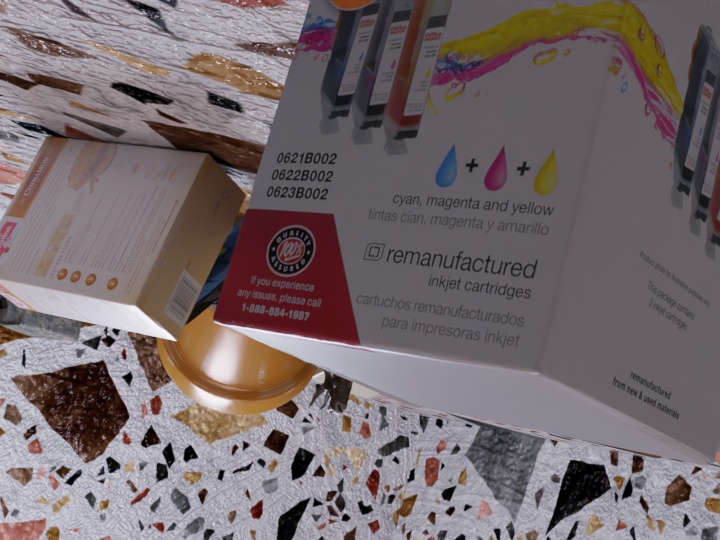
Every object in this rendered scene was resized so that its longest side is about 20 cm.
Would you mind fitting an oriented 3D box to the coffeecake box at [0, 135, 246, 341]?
[{"bbox_3d":[-0.227,-0.033,1.160,0.200,0.154,0.073,9,156,32],"label":"coffeecake box"}]

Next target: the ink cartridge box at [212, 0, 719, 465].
[{"bbox_3d":[0.065,-0.048,0.489,0.145,0.200,0.145,6,165,40],"label":"ink cartridge box"}]

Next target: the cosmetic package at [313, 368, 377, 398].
[{"bbox_3d":[0.032,0.097,1.653,0.103,0.073,0.200,21,151,-29],"label":"cosmetic package"}]

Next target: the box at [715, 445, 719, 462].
[{"bbox_3d":[0.403,0.168,1.584,0.200,0.107,0.152,20,169,-32],"label":"box"}]

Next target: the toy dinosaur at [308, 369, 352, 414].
[{"bbox_3d":[0.010,0.068,1.462,0.102,0.200,0.077,-6,129,36],"label":"toy dinosaur"}]

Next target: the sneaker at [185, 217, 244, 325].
[{"bbox_3d":[-0.117,0.008,1.208,0.071,0.083,0.200,8,-151,36],"label":"sneaker"}]

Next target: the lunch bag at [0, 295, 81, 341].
[{"bbox_3d":[-0.758,0.095,2.965,0.200,0.118,0.164,-1,164,44],"label":"lunch bag"}]

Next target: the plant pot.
[{"bbox_3d":[-0.126,0.040,1.444,0.200,0.201,0.183,15,155,-4],"label":"plant pot"}]
